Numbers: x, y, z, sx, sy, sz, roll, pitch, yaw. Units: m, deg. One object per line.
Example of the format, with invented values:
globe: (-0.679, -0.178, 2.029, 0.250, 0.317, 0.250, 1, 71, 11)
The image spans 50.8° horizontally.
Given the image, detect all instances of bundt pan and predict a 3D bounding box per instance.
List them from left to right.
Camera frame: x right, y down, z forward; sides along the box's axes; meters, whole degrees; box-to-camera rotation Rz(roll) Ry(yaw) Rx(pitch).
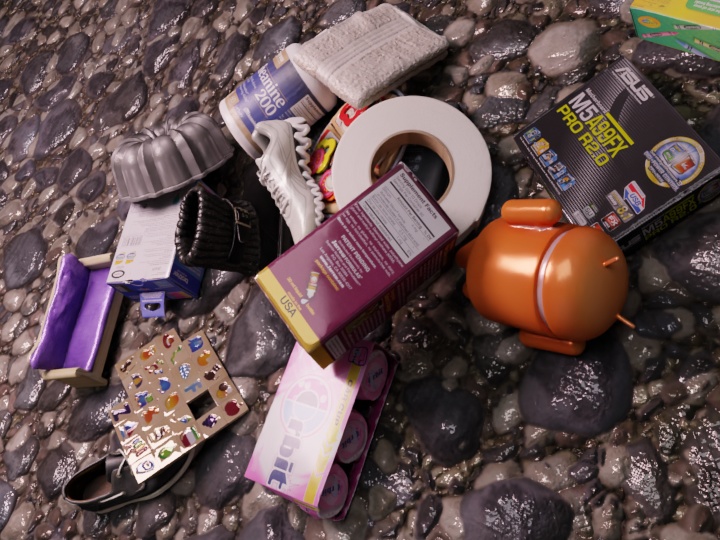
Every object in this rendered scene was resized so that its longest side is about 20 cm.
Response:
bundt pan: (-0.300, -0.187, 1.182, 0.197, 0.077, 0.203, -17, 24, 8)

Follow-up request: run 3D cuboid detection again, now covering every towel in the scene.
towel: (0.020, -0.302, 1.048, 0.132, 0.035, 0.199, 38, 58, 22)

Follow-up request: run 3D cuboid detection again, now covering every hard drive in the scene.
hard drive: (0.052, -0.125, 1.009, 0.137, 0.033, 0.204, 3, 67, 34)

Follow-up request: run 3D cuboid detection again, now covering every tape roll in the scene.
tape roll: (0.063, -0.115, 0.933, 0.197, 0.037, 0.208, -1, 74, 4)

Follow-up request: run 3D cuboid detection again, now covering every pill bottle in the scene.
pill bottle: (-0.104, -0.264, 1.133, 0.198, 0.111, 0.112, -36, 51, 10)

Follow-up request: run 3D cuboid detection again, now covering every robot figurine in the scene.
robot figurine: (0.190, 0.008, 0.783, 0.198, 0.115, 0.147, 13, 89, 52)

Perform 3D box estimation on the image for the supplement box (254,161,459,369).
supplement box: (0.000, 0.000, 0.822, 0.199, 0.131, 0.104, -37, 75, -6)

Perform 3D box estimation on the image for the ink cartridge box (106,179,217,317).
ink cartridge box: (-0.303, -0.031, 1.163, 0.134, 0.076, 0.204, -5, 61, 31)

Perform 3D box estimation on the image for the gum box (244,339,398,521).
gum box: (-0.046, 0.178, 0.888, 0.112, 0.066, 0.204, 9, 71, 37)

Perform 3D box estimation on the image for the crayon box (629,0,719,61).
crayon box: (0.420, -0.300, 0.845, 0.199, 0.058, 0.120, 35, 87, 40)

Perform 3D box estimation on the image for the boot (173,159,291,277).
boot: (-0.175, -0.088, 1.045, 0.079, 0.155, 0.215, -39, 48, 39)

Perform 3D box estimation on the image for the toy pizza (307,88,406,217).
toy pizza: (-0.013, -0.167, 1.034, 0.198, 0.031, 0.204, -27, 48, 34)

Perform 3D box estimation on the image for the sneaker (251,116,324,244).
sneaker: (-0.101, -0.118, 1.033, 0.075, 0.079, 0.204, -45, 52, 51)

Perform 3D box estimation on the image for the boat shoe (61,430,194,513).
boat shoe: (-0.308, 0.268, 1.014, 0.197, 0.068, 0.073, -27, 52, 14)

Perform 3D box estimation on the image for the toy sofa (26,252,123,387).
toy sofa: (-0.429, 0.073, 1.176, 0.081, 0.097, 0.204, -7, 61, 30)

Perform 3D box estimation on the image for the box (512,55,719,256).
box: (0.284, -0.124, 0.849, 0.159, 0.044, 0.202, -34, 52, 14)

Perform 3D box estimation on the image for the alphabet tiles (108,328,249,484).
alphabet tiles: (-0.263, 0.169, 1.037, 0.165, 0.008, 0.200, -32, 49, -12)
